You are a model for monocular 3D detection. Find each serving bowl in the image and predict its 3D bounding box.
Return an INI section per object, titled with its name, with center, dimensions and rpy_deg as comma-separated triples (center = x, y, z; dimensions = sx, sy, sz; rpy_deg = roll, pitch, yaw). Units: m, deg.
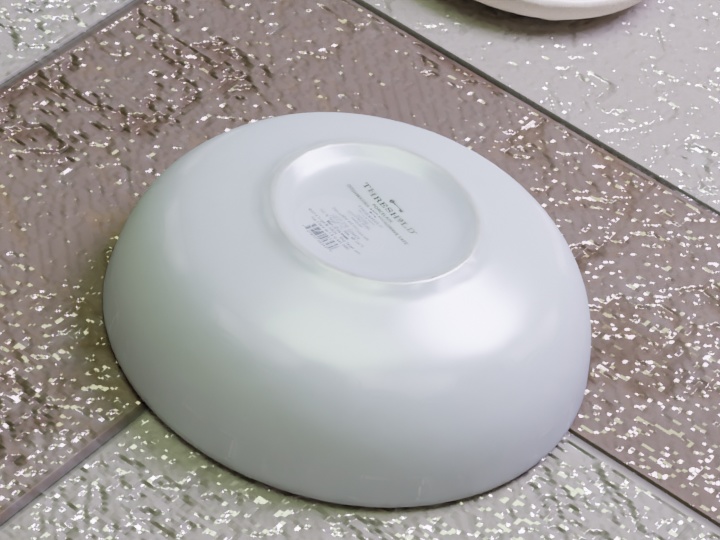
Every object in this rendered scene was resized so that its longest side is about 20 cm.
[serving bowl]
center = 0.000, 0.000, 1.159
dimensions = 0.200, 0.066, 0.200
rpy_deg = 8, 42, -7

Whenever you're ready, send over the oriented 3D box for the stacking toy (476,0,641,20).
[stacking toy]
center = 0.098, -0.230, 1.341
dimensions = 0.146, 0.200, 0.146
rpy_deg = 9, 41, -7
